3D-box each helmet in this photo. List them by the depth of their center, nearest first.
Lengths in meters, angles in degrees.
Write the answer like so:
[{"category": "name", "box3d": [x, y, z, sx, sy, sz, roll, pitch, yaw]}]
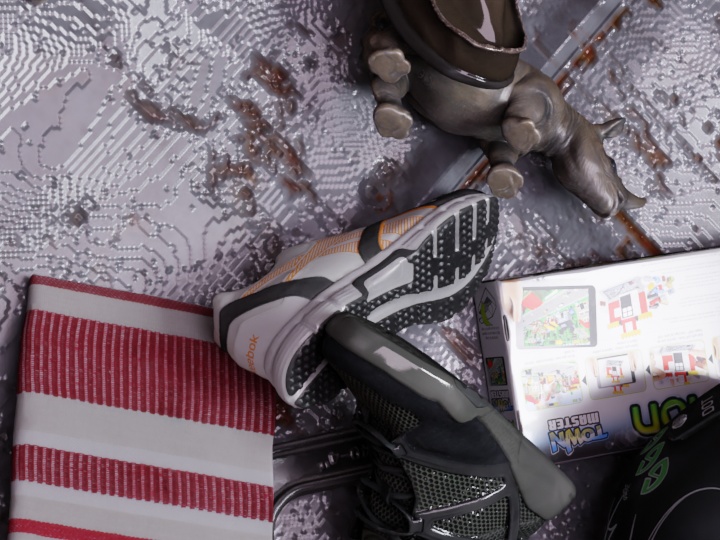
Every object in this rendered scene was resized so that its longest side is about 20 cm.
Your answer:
[{"category": "helmet", "box3d": [0.232, 0.166, 1.576, 0.200, 0.200, 0.191, 13, 121, -21]}]

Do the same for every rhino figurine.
[{"category": "rhino figurine", "box3d": [0.083, -0.087, 1.591, 0.200, 0.060, 0.087, 29, 32, -19]}]

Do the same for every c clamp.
[{"category": "c clamp", "box3d": [0.000, 0.170, 1.573, 0.200, 0.027, 0.171, -17, 88, -21]}]

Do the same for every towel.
[{"category": "towel", "box3d": [-0.114, 0.105, 1.495, 0.144, 0.023, 0.200, 12, 60, -20]}]

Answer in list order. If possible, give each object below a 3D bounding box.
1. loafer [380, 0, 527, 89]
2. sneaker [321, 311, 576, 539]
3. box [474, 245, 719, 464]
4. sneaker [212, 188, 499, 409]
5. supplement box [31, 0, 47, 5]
[{"category": "loafer", "box3d": [0.047, -0.191, 1.544, 0.073, 0.071, 0.200, 1, 60, -39]}, {"category": "sneaker", "box3d": [0.026, 0.106, 1.505, 0.114, 0.076, 0.199, -49, 135, -5]}, {"category": "box", "box3d": [0.168, 0.046, 1.639, 0.200, 0.035, 0.110, -8, 90, -22]}, {"category": "sneaker", "box3d": [0.000, 0.000, 1.549, 0.200, 0.080, 0.074, -30, 135, -41]}, {"category": "supplement box", "box3d": [-0.121, -0.249, 1.519, 0.200, 0.074, 0.126, -37, 100, -19]}]
